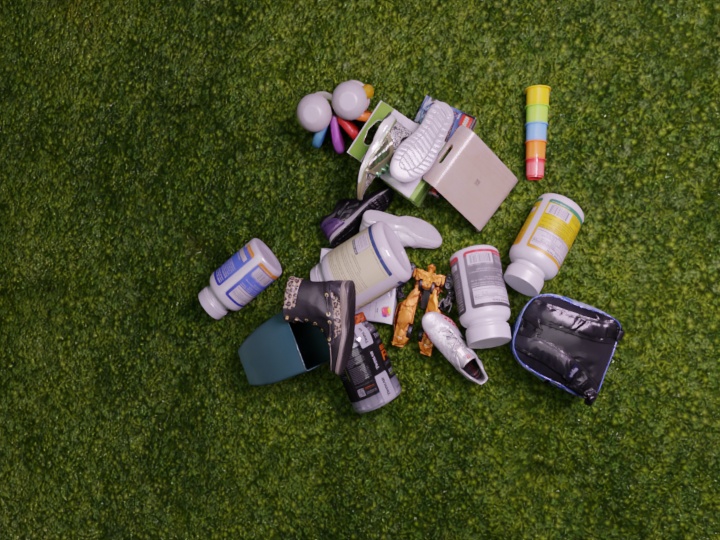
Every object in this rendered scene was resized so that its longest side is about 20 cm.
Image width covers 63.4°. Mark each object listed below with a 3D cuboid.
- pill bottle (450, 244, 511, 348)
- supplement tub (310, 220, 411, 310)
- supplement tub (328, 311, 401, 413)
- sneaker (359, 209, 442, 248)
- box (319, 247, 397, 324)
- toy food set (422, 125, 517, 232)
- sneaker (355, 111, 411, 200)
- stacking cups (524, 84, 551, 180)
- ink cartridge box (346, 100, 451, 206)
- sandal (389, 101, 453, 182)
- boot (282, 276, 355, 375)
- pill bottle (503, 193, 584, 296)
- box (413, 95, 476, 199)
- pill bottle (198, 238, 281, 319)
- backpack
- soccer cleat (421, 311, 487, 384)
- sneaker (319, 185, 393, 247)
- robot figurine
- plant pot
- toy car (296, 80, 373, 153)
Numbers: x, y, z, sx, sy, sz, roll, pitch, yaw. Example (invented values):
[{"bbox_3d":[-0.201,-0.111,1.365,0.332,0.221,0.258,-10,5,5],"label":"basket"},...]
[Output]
[{"bbox_3d":[0.264,0.059,1.272,0.111,0.114,0.206,-10,69,12],"label":"pill bottle"},{"bbox_3d":[0.000,0.000,1.297,0.197,0.144,0.148,-30,79,17],"label":"supplement tub"},{"bbox_3d":[0.003,0.207,1.326,0.120,0.122,0.204,-24,89,10],"label":"supplement tub"},{"bbox_3d":[0.092,-0.077,1.375,0.194,0.076,0.090,15,126,-2],"label":"sneaker"},{"bbox_3d":[-0.007,0.037,1.396,0.194,0.041,0.161,6,87,15],"label":"box"},{"bbox_3d":[0.247,-0.201,1.306,0.199,0.060,0.145,37,94,-24],"label":"toy food set"},{"bbox_3d":[0.051,-0.240,1.280,0.087,0.077,0.204,26,97,-2],"label":"sneaker"},{"bbox_3d":[0.404,-0.311,1.326,0.059,0.060,0.207,0,89,13],"label":"stacking cups"},{"bbox_3d":[0.091,-0.270,1.342,0.198,0.076,0.149,37,95,15],"label":"ink cartridge box"},{"bbox_3d":[0.137,-0.271,1.268,0.082,0.050,0.204,38,82,-4],"label":"sandal"},{"bbox_3d":[-0.089,0.111,1.239,0.146,0.073,0.206,9,107,16],"label":"boot"},{"bbox_3d":[0.389,-0.053,1.254,0.111,0.113,0.203,28,77,13],"label":"pill bottle"},{"bbox_3d":[0.172,-0.292,1.383,0.135,0.040,0.204,28,92,15],"label":"box"},{"bbox_3d":[-0.298,0.025,1.429,0.199,0.112,0.113,-38,78,8],"label":"pill bottle"},{"bbox_3d":[0.420,0.150,1.232,0.196,0.147,0.187,23,91,10],"label":"backpack"},{"bbox_3d":[0.210,0.170,1.279,0.068,0.085,0.201,-40,103,-1],"label":"soccer cleat"},{"bbox_3d":[-0.014,-0.153,1.400,0.198,0.076,0.088,-38,65,1],"label":"sneaker"},{"bbox_3d":[0.142,0.085,1.349,0.141,0.058,0.206,15,89,13],"label":"robot figurine"},{"bbox_3d":[-0.183,0.184,1.366,0.197,0.140,0.145,-27,82,29],"label":"plant pot"},{"bbox_3d":[-0.051,-0.358,1.386,0.195,0.176,0.154,-15,107,11],"label":"toy car"}]
